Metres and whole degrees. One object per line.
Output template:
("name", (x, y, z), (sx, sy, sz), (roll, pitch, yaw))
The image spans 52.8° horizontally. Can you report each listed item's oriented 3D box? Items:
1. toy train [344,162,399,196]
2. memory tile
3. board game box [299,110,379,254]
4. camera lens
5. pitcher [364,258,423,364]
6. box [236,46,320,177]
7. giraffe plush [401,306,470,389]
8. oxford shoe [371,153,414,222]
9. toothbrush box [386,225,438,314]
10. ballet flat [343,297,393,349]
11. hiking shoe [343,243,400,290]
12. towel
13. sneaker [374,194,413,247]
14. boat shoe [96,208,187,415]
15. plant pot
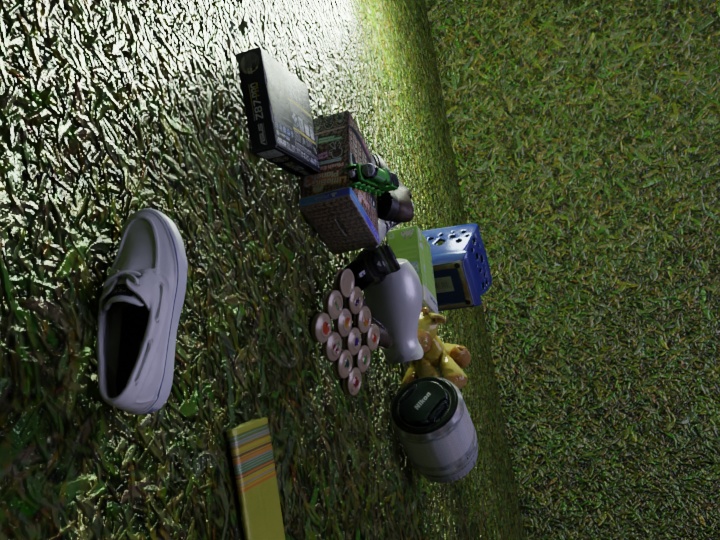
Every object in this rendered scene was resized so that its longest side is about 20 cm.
("toy train", (0.025, -0.162, 1.279), (0.200, 0.056, 0.042), (-2, 80, -74))
("memory tile", (-0.020, 0.109, 1.275), (0.154, 0.017, 0.201), (-64, 143, -36))
("board game box", (-0.038, -0.161, 1.343), (0.160, 0.096, 0.201), (55, 28, -54))
("camera lens", (0.160, 0.340, 1.556), (0.161, 0.159, 0.201), (-84, 156, -47))
("pitcher", (0.069, 0.079, 1.543), (0.172, 0.120, 0.202), (-149, -132, -75))
("box", (-0.129, -0.251, 1.183), (0.200, 0.049, 0.163), (10, 71, -73))
("giraffe plush", (0.150, 0.166, 1.649), (0.201, 0.171, 0.163), (-94, 164, -52))
("oxford shoe", (0.056, -0.159, 1.453), (0.084, 0.073, 0.201), (15, 38, -30))
("toothbrush box", (0.132, 0.010, 1.824), (0.146, 0.085, 0.202), (44, 36, -63))
("ballet flat", (0.009, 0.107, 1.400), (0.047, 0.067, 0.200), (-59, 146, -18))
("hiking shoe", (0.000, 0.000, 1.377), (0.076, 0.100, 0.200), (65, -17, 4))
("towel", (-0.125, 0.285, 0.879), (0.086, 0.018, 0.202), (3, 77, -68))
("sneaker", (0.052, -0.117, 1.490), (0.080, 0.129, 0.199), (49, 8, -2))
("boat shoe", (-0.206, 0.029, 0.672), (0.065, 0.073, 0.202), (50, 31, -67))
("plant pot", (0.249, 0.003, 2.056), (0.180, 0.198, 0.201), (-61, 137, -56))
